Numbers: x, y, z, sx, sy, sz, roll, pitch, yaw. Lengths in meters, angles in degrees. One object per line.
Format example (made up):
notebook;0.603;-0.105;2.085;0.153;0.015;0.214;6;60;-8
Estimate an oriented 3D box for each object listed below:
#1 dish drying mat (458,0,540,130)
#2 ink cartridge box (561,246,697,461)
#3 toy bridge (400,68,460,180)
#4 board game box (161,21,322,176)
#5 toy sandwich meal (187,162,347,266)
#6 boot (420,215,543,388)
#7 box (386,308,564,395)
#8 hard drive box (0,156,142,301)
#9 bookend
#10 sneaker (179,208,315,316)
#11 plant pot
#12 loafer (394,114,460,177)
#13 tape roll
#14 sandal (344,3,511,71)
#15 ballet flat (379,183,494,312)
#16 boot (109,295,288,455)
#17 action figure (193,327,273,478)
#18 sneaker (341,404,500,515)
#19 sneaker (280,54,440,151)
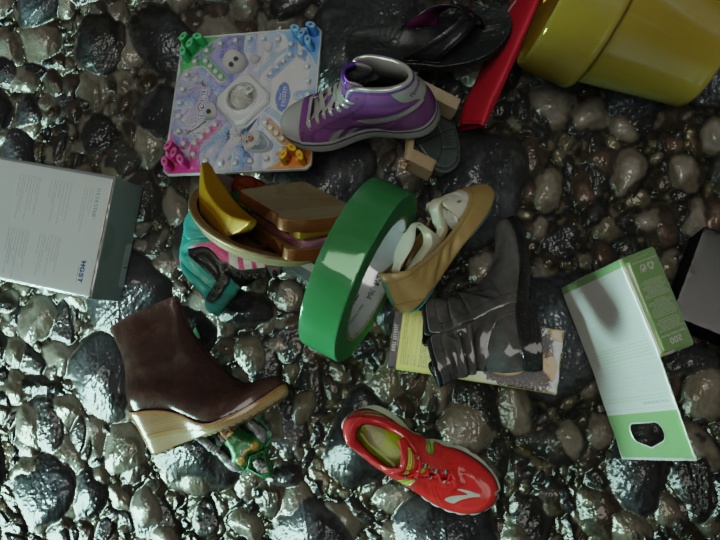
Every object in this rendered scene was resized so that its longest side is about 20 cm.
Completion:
dish drying mat;0.170;-0.263;0.892;0.018;0.077;0.203;25;90;-16
ink cartridge box;0.291;0.093;0.792;0.047;0.146;0.204;-17;81;-13
toy bridge;0.083;-0.202;0.885;0.066;0.027;0.203;25;69;-5
board game box;-0.151;-0.221;0.957;0.195;0.026;0.205;-1;72;12
toy sandwich meal;-0.102;-0.074;0.872;0.202;0.205;0.071;26;119;13
boot;0.127;0.027;0.838;0.129;0.070;0.203;-7;50;11
box;0.133;0.092;0.876;0.195;0.050;0.077;6;85;13
hard drive box;-0.405;-0.055;0.992;0.196;0.077;0.160;11;87;13
bookend;0.435;-0.009;0.801;0.197;0.092;0.202;21;87;14
sneaker;-0.142;0.004;0.927;0.197;0.084;0.123;24;93;9
plant pot;0.296;-0.277;0.815;0.186;0.201;0.204;25;90;-2
loafer;0.056;-0.200;0.926;0.071;0.063;0.203;-26;82;-24
tape roll;0.000;0.000;0.837;0.047;0.200;0.204;24;89;13
sandal;0.078;-0.268;0.863;0.196;0.048;0.077;-9;68;4
ballet flat;0.089;-0.043;0.852;0.063;0.068;0.201;50;60;-26
boot;-0.194;0.109;0.880;0.196;0.072;0.170;-21;82;12
action figure;-0.179;0.182;0.935;0.199;0.055;0.119;42;91;9
sneaker;0.063;0.224;0.860;0.197;0.085;0.078;23;90;13
sneaker;-0.020;-0.193;0.833;0.196;0.114;0.074;-5;71;25
